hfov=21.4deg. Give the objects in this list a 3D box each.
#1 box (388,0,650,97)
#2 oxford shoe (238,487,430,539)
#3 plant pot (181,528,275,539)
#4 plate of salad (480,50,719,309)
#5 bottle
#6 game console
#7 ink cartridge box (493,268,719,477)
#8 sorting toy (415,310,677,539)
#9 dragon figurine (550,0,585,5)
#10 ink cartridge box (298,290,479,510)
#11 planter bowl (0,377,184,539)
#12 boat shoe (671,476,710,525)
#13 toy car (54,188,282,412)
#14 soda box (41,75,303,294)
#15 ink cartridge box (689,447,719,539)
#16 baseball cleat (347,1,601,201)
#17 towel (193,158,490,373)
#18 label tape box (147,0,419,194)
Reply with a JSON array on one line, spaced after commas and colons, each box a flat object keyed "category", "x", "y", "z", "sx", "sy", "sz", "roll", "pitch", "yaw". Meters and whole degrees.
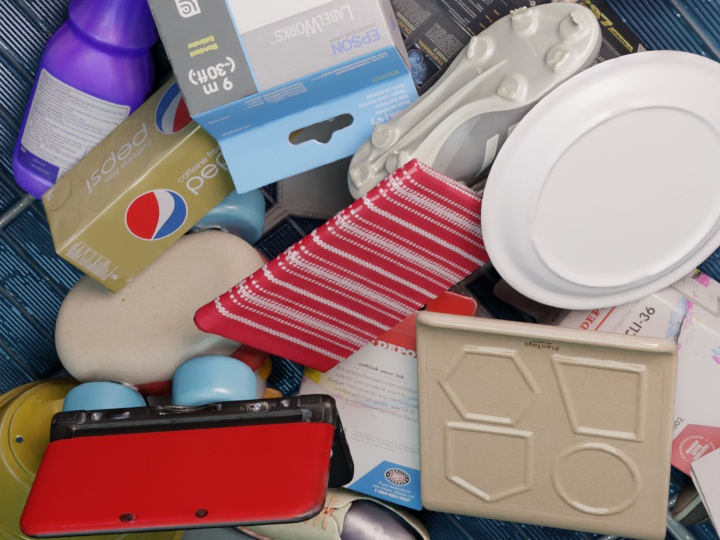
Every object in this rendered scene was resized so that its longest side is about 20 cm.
[{"category": "box", "x": 0.095, "y": -0.136, "z": 1.293, "sx": 0.200, "sy": 0.051, "sz": 0.158, "roll": 42, "pitch": 122, "yaw": -12}, {"category": "oxford shoe", "x": -0.035, "y": 0.184, "z": 1.502, "sx": 0.198, "sy": 0.072, "sz": 0.074, "roll": 17, "pitch": 166, "yaw": -4}, {"category": "plant pot", "x": -0.173, "y": 0.284, "z": 1.546, "sx": 0.199, "sy": 0.196, "sz": 0.197, "roll": 33, "pitch": 130, "yaw": 8}, {"category": "plate of salad", "x": 0.169, "y": -0.061, "z": 1.246, "sx": 0.198, "sy": 0.048, "sz": 0.202, "roll": -11, "pitch": 130, "yaw": -13}, {"category": "bottle", "x": -0.190, "y": -0.137, "z": 1.365, "sx": 0.083, "sy": 0.065, "sz": 0.201, "roll": 22, "pitch": 124, "yaw": -1}, {"category": "game console", "x": -0.110, "y": 0.155, "z": 1.290, "sx": 0.198, "sy": 0.120, "sz": 0.173, "roll": -4, "pitch": 148, "yaw": 6}, {"category": "ink cartridge box", "x": 0.197, "y": 0.048, "z": 1.366, "sx": 0.199, "sy": 0.068, "sz": 0.117, "roll": 32, "pitch": 125, "yaw": -5}, {"category": "sorting toy", "x": 0.132, "y": 0.109, "z": 1.368, "sx": 0.183, "sy": 0.037, "sz": 0.202, "roll": 6, "pitch": 130, "yaw": 13}, {"category": "dragon figurine", "x": 0.210, "y": -0.221, "z": 1.199, "sx": 0.198, "sy": 0.100, "sz": 0.059, "roll": -27, "pitch": 115, "yaw": -5}, {"category": "ink cartridge box", "x": 0.019, "y": 0.071, "z": 1.432, "sx": 0.115, "sy": 0.067, "sz": 0.202, "roll": 17, "pitch": 124, "yaw": 4}, {"category": "planter bowl", "x": -0.224, "y": 0.146, "z": 1.460, "sx": 0.198, "sy": 0.201, "sz": 0.084, "roll": 20, "pitch": 141, "yaw": 3}, {"category": "boat shoe", "x": 0.302, "y": 0.128, "z": 1.387, "sx": 0.057, "sy": 0.067, "sz": 0.201, "roll": 35, "pitch": 120, "yaw": -2}, {"category": "toy car", "x": -0.112, "y": 0.066, "z": 1.436, "sx": 0.175, "sy": 0.186, "sz": 0.200, "roll": -14, "pitch": 146, "yaw": 22}, {"category": "soda box", "x": -0.130, "y": -0.079, "z": 1.341, "sx": 0.200, "sy": 0.068, "sz": 0.064, "roll": -39, "pitch": 133, "yaw": 14}, {"category": "ink cartridge box", "x": 0.353, "y": 0.159, "z": 1.333, "sx": 0.199, "sy": 0.086, "sz": 0.147, "roll": -30, "pitch": 126, "yaw": 11}, {"category": "baseball cleat", "x": 0.084, "y": -0.100, "z": 1.250, "sx": 0.199, "sy": 0.070, "sz": 0.106, "roll": -32, "pitch": 150, "yaw": 21}, {"category": "towel", "x": 0.000, "y": 0.000, "z": 1.276, "sx": 0.199, "sy": 0.023, "sz": 0.144, "roll": -35, "pitch": 148, "yaw": 24}, {"category": "label tape box", "x": -0.052, "y": -0.158, "z": 1.234, "sx": 0.143, "sy": 0.063, "sz": 0.202, "roll": -18, "pitch": 103, "yaw": 7}]
